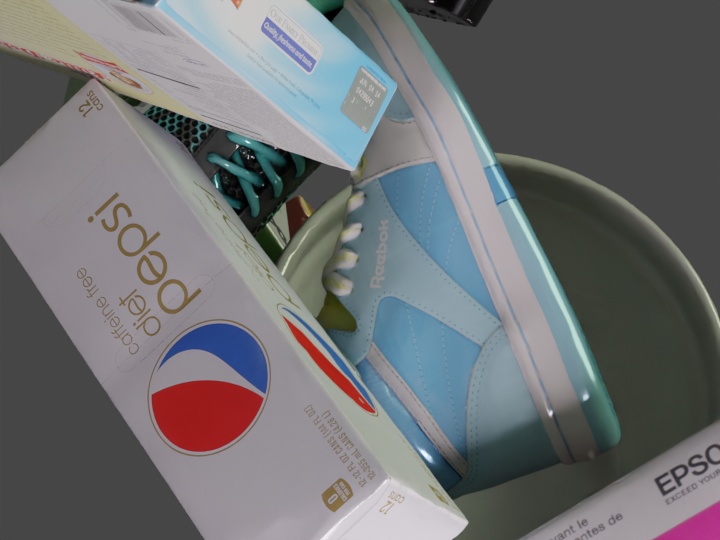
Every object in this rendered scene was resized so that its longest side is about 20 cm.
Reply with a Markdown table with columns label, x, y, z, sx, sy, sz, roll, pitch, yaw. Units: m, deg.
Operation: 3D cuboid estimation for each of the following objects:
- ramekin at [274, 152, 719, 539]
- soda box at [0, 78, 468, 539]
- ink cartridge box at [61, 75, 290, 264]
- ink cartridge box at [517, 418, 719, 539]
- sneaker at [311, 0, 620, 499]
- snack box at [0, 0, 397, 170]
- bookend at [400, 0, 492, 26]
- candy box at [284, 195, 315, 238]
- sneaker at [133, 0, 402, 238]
| label | x | y | z | sx | sy | sz | roll | pitch | yaw |
| --- | --- | --- | --- | --- | --- | --- | --- | --- | --- |
| ramekin | 0.048 | 0.061 | 0.890 | 0.201 | 0.199 | 0.105 | 62 | -20 | 22 |
| soda box | -0.051 | 0.028 | 0.729 | 0.200 | 0.064 | 0.068 | 51 | 7 | 31 |
| ink cartridge box | -0.082 | -0.046 | 0.948 | 0.104 | 0.059 | 0.200 | 56 | 9 | -20 |
| ink cartridge box | 0.112 | 0.132 | 0.751 | 0.075 | 0.199 | 0.165 | 63 | 7 | 29 |
| sneaker | 0.000 | 0.000 | 0.788 | 0.201 | 0.130 | 0.080 | 65 | 7 | 18 |
| snack box | -0.096 | -0.096 | 0.713 | 0.199 | 0.037 | 0.116 | 20 | -10 | 38 |
| bookend | -0.035 | -0.213 | 0.991 | 0.200 | 0.092 | 0.199 | 32 | -1 | -23 |
| candy box | 0.001 | 0.051 | 1.115 | 0.116 | 0.055 | 0.200 | 64 | 9 | 25 |
| sneaker | -0.046 | -0.056 | 0.850 | 0.078 | 0.091 | 0.201 | 45 | 52 | -27 |
